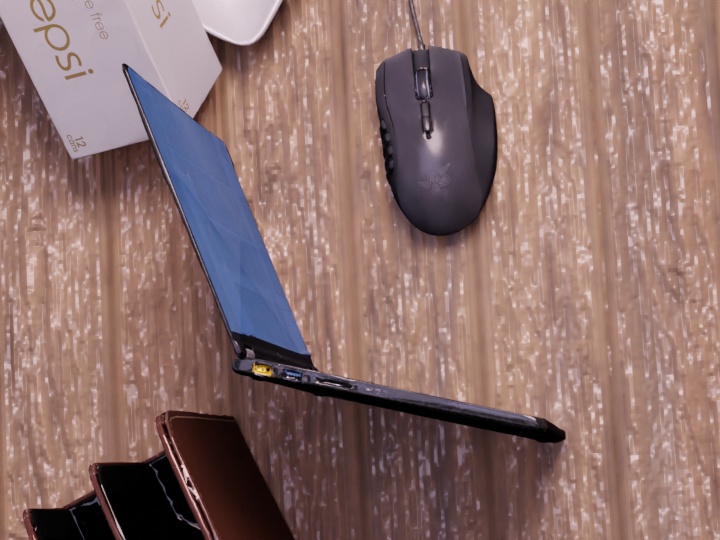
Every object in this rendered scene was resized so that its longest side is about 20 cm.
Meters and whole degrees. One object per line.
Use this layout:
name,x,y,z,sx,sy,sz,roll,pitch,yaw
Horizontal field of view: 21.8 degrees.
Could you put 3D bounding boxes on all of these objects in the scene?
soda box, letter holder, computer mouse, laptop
soda box,-0.139,-0.158,0.870,0.068,0.064,0.201,-11,120,23
letter holder,-0.070,0.175,0.842,0.100,0.142,0.201,-29,81,4
computer mouse,0.029,-0.117,0.914,0.058,0.034,0.202,-11,82,8
laptop,0.000,0.000,0.827,0.198,0.187,0.117,11,86,10

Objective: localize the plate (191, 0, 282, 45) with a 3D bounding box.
plate,-0.089,-0.239,0.945,0.198,0.032,0.201,28,89,10
